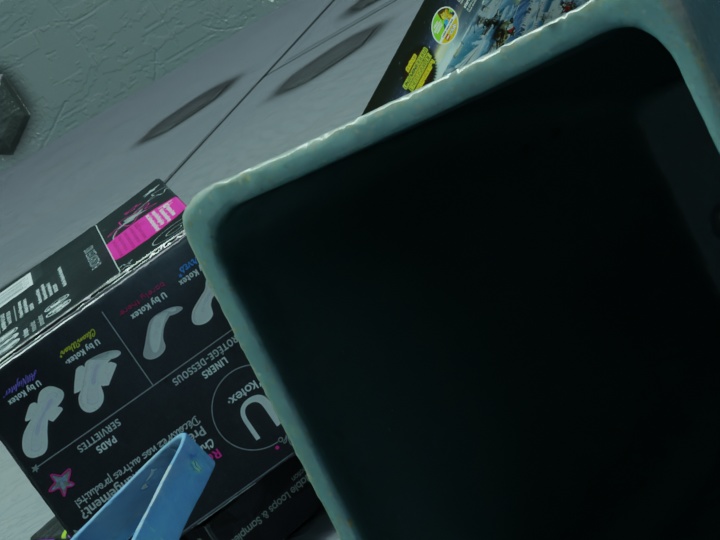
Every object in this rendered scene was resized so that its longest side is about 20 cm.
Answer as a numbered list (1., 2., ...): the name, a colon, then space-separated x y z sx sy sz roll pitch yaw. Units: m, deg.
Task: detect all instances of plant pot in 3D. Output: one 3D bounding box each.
1. plant pot: 0.106 0.005 0.767 0.195 0.197 0.200 -23 6 40

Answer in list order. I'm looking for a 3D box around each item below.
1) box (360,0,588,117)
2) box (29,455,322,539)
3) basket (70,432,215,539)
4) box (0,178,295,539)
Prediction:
1. box: 0.080 -0.106 1.237 0.136 0.040 0.201 3 -54 -44
2. box: -0.065 0.098 1.189 0.143 0.036 0.200 -40 15 -30
3. basket: -0.136 0.156 0.884 0.200 0.139 0.176 -40 8 17
4. box: -0.106 0.048 1.140 0.132 0.115 0.200 -35 11 -4
